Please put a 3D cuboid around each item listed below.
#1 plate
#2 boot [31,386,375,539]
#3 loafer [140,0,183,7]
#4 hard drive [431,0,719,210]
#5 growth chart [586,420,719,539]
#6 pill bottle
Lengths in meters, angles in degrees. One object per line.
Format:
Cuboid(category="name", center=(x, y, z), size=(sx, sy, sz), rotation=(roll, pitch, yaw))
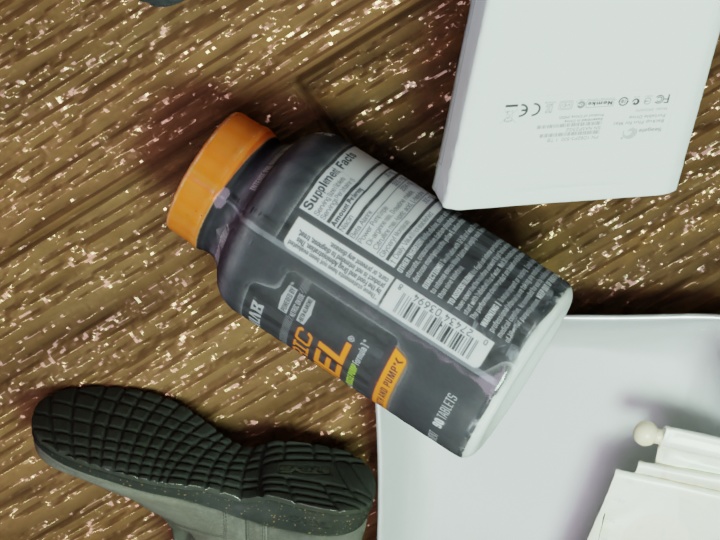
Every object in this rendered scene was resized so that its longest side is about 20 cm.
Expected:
Cuboid(category="plate", center=(0.107, 0.105, 1.593), size=(0.198, 0.032, 0.201), rotation=(1, 118, 5))
Cuboid(category="boot", center=(-0.093, 0.147, 1.615), size=(0.199, 0.068, 0.131), rotation=(16, 128, 2))
Cuboid(category="loafer", center=(-0.076, -0.222, 1.364), size=(0.070, 0.068, 0.201), rotation=(28, 74, -27))
Cuboid(category="hard drive", center=(0.115, -0.120, 1.437), size=(0.131, 0.026, 0.201), rotation=(-5, 129, -20))
Cuboid(category="growth chart", center=(0.177, 0.169, 1.594), size=(0.144, 0.018, 0.201), rotation=(20, 118, -8))
Cuboid(category="pill bottle", center=(0.000, 0.000, 1.493), size=(0.200, 0.106, 0.107), rotation=(33, 117, 8))
